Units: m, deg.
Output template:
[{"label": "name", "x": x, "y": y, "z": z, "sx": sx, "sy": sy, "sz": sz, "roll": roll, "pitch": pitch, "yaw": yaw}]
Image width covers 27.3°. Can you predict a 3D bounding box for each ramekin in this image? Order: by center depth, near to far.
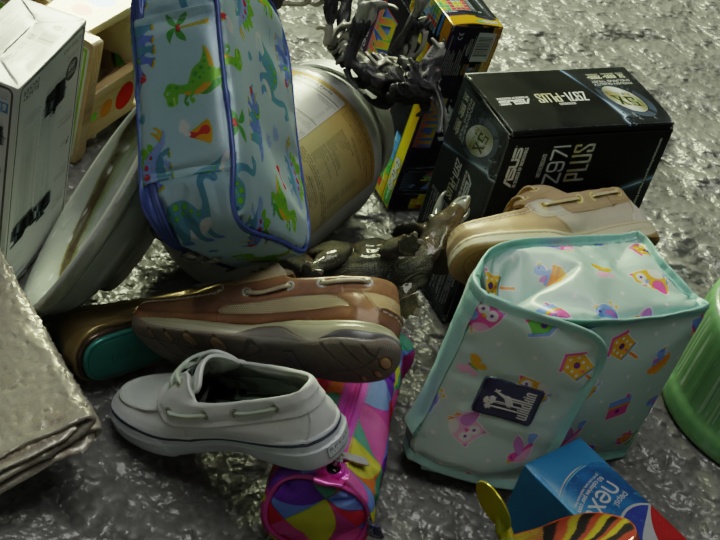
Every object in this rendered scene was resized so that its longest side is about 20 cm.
[{"label": "ramekin", "x": 0.361, "y": 0.083, "z": 1.235, "sx": 0.199, "sy": 0.098, "sz": 0.200, "roll": 11, "pitch": 38, "yaw": -8}]

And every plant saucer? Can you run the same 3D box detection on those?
[{"label": "plant saucer", "x": -0.184, "y": -0.041, "z": 1.115, "sx": 0.050, "sy": 0.200, "sz": 0.200, "roll": 32, "pitch": 34, "yaw": -18}]

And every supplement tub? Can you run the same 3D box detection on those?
[{"label": "supplement tub", "x": -0.070, "y": -0.086, "z": 1.238, "sx": 0.144, "sy": 0.145, "sz": 0.200, "roll": 29, "pitch": 39, "yaw": 15}]

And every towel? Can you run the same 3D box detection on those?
[{"label": "towel", "x": -0.270, "y": 0.075, "z": 1.013, "sx": 0.132, "sy": 0.035, "sz": 0.200, "roll": -27, "pitch": 51, "yaw": -14}]

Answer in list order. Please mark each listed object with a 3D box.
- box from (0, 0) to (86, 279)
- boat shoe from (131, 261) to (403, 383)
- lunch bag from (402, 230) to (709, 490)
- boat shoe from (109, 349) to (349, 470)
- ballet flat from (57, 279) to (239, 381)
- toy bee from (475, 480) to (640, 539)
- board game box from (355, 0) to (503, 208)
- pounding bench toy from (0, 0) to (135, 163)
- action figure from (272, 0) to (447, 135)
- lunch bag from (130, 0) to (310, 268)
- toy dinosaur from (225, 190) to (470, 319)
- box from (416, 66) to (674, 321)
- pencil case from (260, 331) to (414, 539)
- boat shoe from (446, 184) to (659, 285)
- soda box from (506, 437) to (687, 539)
[{"label": "box", "x": -0.267, "y": -0.090, "z": 1.122, "sx": 0.060, "sy": 0.200, "sz": 0.117, "roll": 20, "pitch": 39, "yaw": 6}, {"label": "boat shoe", "x": -0.063, "y": 0.034, "z": 1.050, "sx": 0.199, "sy": 0.076, "sz": 0.072, "roll": 3, "pitch": 59, "yaw": 14}, {"label": "lunch bag", "x": 0.135, "y": 0.068, "z": 1.104, "sx": 0.199, "sy": 0.171, "sz": 0.122, "roll": -7, "pitch": 44, "yaw": -36}, {"label": "boat shoe", "x": -0.096, "y": 0.084, "z": 1.014, "sx": 0.199, "sy": 0.067, "sz": 0.074, "roll": 2, "pitch": 35, "yaw": 32}, {"label": "ballet flat", "x": -0.136, "y": 0.035, "z": 1.131, "sx": 0.199, "sy": 0.069, "sz": 0.063, "roll": -8, "pitch": 30, "yaw": -31}, {"label": "toy bee", "x": 0.083, "y": 0.199, "z": 0.979, "sx": 0.199, "sy": 0.131, "sz": 0.109, "roll": -2, "pitch": 16, "yaw": -8}, {"label": "board game box", "x": 0.044, "y": -0.184, "z": 1.358, "sx": 0.057, "sy": 0.200, "sz": 0.166, "roll": -3, "pitch": 41, "yaw": -28}, {"label": "pounding bench toy", "x": -0.220, "y": -0.186, "z": 1.320, "sx": 0.200, "sy": 0.124, "sz": 0.156, "roll": 29, "pitch": 39, "yaw": 14}, {"label": "action figure", "x": 0.010, "y": -0.201, "z": 1.223, "sx": 0.200, "sy": 0.102, "sz": 0.119, "roll": 38, "pitch": 16, "yaw": 7}, {"label": "lunch bag", "x": -0.096, "y": -0.104, "z": 1.047, "sx": 0.082, "sy": 0.201, "sz": 0.161, "roll": -10, "pitch": -10, "yaw": 18}, {"label": "toy dinosaur", "x": 0.000, "y": 0.000, "z": 1.140, "sx": 0.199, "sy": 0.077, "sz": 0.102, "roll": -15, "pitch": 7, "yaw": -2}, {"label": "box", "x": 0.147, "y": -0.065, "z": 1.251, "sx": 0.163, "sy": 0.200, "sz": 0.086, "roll": -5, "pitch": 43, "yaw": -27}, {"label": "pencil case", "x": -0.013, "y": 0.113, "z": 1.064, "sx": 0.088, "sy": 0.089, "sz": 0.200, "roll": 16, "pitch": 36, "yaw": -2}, {"label": "boat shoe", "x": 0.142, "y": -0.032, "z": 1.163, "sx": 0.199, "sy": 0.074, "sz": 0.069, "roll": -4, "pitch": 58, "yaw": -35}, {"label": "soda box", "x": 0.191, "y": 0.213, "z": 1.032, "sx": 0.064, "sy": 0.068, "sz": 0.200, "roll": -19, "pitch": 51, "yaw": -38}]
